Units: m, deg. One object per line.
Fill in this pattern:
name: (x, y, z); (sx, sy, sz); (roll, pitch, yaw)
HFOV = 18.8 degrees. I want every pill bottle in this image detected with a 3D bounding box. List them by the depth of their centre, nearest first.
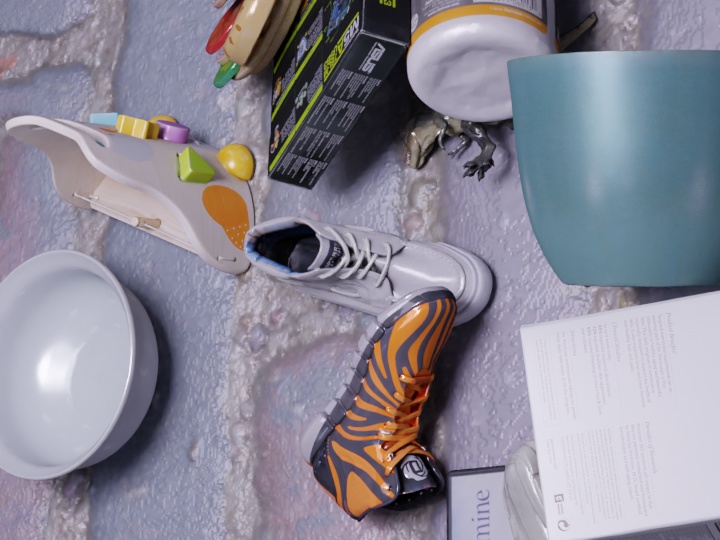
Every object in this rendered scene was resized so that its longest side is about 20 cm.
pill bottle: (0.094, -0.223, 1.682); (0.116, 0.116, 0.200); (-23, 48, 31)

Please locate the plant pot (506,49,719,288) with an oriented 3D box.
plant pot: (0.203, -0.069, 1.538); (0.201, 0.201, 0.161); (2, 92, 37)

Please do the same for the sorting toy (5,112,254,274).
sorting toy: (-0.204, -0.090, 1.851); (0.200, 0.180, 0.107); (23, 93, 38)

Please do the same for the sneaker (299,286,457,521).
sneaker: (0.037, 0.113, 1.680); (0.112, 0.078, 0.200); (53, 128, 34)

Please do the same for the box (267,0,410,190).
box: (-0.017, -0.197, 1.740); (0.200, 0.048, 0.193); (126, 150, -48)

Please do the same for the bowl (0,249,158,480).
bowl: (-0.243, 0.088, 1.892); (0.201, 0.090, 0.201); (-10, 72, 36)

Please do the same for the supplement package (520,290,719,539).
supplement package: (0.227, 0.109, 1.458); (0.200, 0.151, 0.152); (-11, 70, 13)

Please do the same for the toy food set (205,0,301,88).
toy food set: (-0.083, -0.249, 1.830); (0.198, 0.049, 0.200); (154, 132, -70)

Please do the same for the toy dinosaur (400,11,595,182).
toy dinosaur: (0.109, -0.122, 1.713); (0.200, 0.047, 0.088); (-31, 55, 23)

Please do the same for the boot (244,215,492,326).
boot: (0.000, 0.000, 1.728); (0.200, 0.096, 0.074); (5, 82, 38)

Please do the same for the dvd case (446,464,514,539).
dvd case: (0.149, 0.210, 1.612); (0.200, 0.018, 0.143); (-10, 73, 35)

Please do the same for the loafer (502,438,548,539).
loafer: (0.154, 0.218, 1.562); (0.070, 0.070, 0.200); (126, 131, -59)
